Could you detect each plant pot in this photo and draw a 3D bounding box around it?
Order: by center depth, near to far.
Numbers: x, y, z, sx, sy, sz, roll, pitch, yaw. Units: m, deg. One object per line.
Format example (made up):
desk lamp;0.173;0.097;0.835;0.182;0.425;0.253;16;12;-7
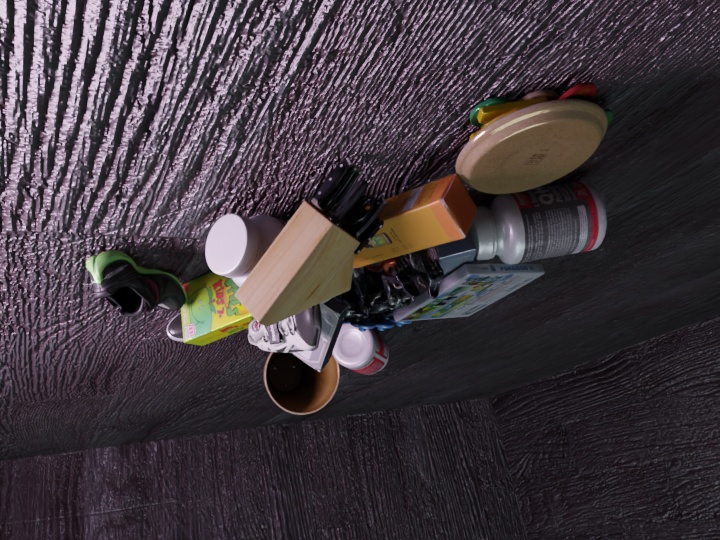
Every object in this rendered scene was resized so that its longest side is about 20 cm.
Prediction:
plant pot;-0.171;0.262;1.513;0.184;0.189;0.200;-3;172;-22

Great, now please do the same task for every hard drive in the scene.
hard drive;-0.101;0.085;1.057;0.038;0.139;0.201;-47;167;-38

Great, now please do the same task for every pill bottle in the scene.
pill bottle;-0.119;-0.017;0.861;0.108;0.110;0.199;-24;156;30
pill bottle;0.265;-0.071;0.931;0.198;0.112;0.111;-10;160;-6
pill bottle;0.007;0.201;1.506;0.111;0.113;0.200;-16;159;12

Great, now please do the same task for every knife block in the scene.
knife block;-0.060;-0.042;0.755;0.199;0.064;0.177;-23;136;-32

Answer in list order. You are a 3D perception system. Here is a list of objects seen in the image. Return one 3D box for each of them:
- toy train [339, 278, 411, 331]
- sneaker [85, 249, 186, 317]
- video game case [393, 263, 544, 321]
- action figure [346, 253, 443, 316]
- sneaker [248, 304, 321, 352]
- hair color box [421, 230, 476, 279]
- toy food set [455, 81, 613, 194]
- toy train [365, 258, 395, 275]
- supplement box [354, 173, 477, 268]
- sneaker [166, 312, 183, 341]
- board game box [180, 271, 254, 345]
toy train;0.019;0.060;1.110;0.114;0.088;0.199;14;-169;42
sneaker;-0.341;0.036;0.913;0.076;0.085;0.200;-17;159;16
video game case;0.181;0.038;1.016;0.181;0.022;0.200;-1;156;-35
action figure;0.046;0.017;0.939;0.118;0.103;0.200;-9;172;-28
sneaker;-0.117;0.089;0.891;0.088;0.075;0.200;2;161;-24
hair color box;0.137;-0.035;0.969;0.060;0.100;0.200;-14;160;1
toy food set;0.216;-0.160;0.755;0.198;0.049;0.198;-9;159;-6
toy train;0.000;0.000;1.051;0.198;0.056;0.150;-11;160;-4
supplement box;0.056;-0.064;0.826;0.199;0.069;0.067;-16;122;38
sneaker;-0.259;0.069;1.076;0.198;0.071;0.099;-16;160;-7
board game box;-0.208;0.045;0.986;0.199;0.103;0.047;-22;157;25
